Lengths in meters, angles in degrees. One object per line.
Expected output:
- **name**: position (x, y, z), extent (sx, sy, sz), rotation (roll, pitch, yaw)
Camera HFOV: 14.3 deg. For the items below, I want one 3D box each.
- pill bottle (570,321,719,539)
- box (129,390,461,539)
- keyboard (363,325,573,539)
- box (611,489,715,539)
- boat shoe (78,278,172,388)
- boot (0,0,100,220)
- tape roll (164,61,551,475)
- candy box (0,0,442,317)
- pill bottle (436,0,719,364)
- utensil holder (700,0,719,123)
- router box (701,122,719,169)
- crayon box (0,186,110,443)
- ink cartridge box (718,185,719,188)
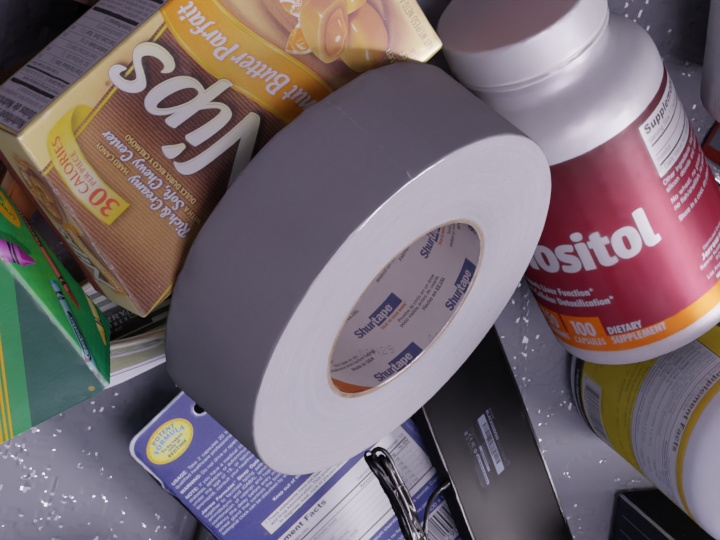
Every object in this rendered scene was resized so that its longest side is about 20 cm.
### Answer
- **pill bottle**: position (0.203, 0.082, 1.521), extent (0.112, 0.200, 0.112), rotation (-10, 116, -22)
- **box**: position (-0.028, 0.106, 1.518), extent (0.121, 0.032, 0.200), rotation (-44, 125, -4)
- **keyboard**: position (0.050, 0.106, 1.528), extent (0.127, 0.021, 0.200), rotation (-40, 117, -41)
- **box**: position (0.244, 0.222, 1.660), extent (0.200, 0.104, 0.182), rotation (-3, 111, -25)
- **boat shoe**: position (-0.070, 0.003, 1.422), extent (0.200, 0.062, 0.072), rotation (-30, 87, -10)
- **boot**: position (-0.107, -0.067, 1.384), extent (0.155, 0.074, 0.200), rotation (20, 104, -36)
- **tape roll**: position (0.000, 0.000, 1.367), extent (0.200, 0.066, 0.200), rotation (-38, 152, -25)
- **candy box**: position (-0.069, -0.089, 1.327), extent (0.200, 0.055, 0.115), rotation (-43, 123, -16)
- **pill bottle**: position (0.115, -0.058, 1.471), extent (0.113, 0.113, 0.200), rotation (-34, 121, -9)
- **utensil holder**: position (0.266, -0.169, 1.465), extent (0.170, 0.170, 0.200), rotation (-4, 114, -25)
- **router box**: position (0.304, -0.008, 1.545), extent (0.200, 0.179, 0.049), rotation (31, 96, -33)
- **crayon box**: position (-0.231, 0.041, 1.334), extent (0.200, 0.058, 0.119), rotation (-27, 123, 14)
- **ink cartridge box**: position (0.277, 0.029, 1.596), extent (0.200, 0.099, 0.039), rotation (36, 92, -34)
